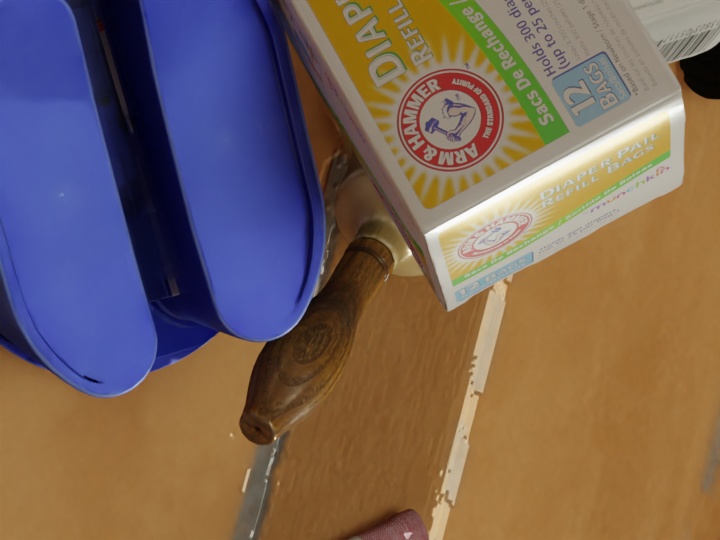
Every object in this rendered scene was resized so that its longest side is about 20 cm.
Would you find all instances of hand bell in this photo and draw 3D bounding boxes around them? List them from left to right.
[{"bbox_3d":[0.000,0.000,1.051,0.200,0.103,0.105,-56,131,-45],"label":"hand bell"}]

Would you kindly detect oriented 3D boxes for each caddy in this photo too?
[{"bbox_3d":[-0.097,-0.049,0.989,0.140,0.105,0.202,-18,110,-17],"label":"caddy"}]

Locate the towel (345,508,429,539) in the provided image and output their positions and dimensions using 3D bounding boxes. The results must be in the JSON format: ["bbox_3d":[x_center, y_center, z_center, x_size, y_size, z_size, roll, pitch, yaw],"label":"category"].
[{"bbox_3d":[-0.033,0.206,1.139,0.199,0.023,0.145,-22,109,-41],"label":"towel"}]

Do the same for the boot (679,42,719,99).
[{"bbox_3d":[0.243,-0.172,1.331,0.162,0.073,0.200,-3,104,-42],"label":"boot"}]

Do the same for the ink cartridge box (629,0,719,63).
[{"bbox_3d":[0.057,-0.167,1.118,0.162,0.200,0.057,-19,152,-42],"label":"ink cartridge box"}]

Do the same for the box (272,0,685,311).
[{"bbox_3d":[0.029,-0.104,0.977,0.112,0.201,0.101,-29,162,-2],"label":"box"}]
